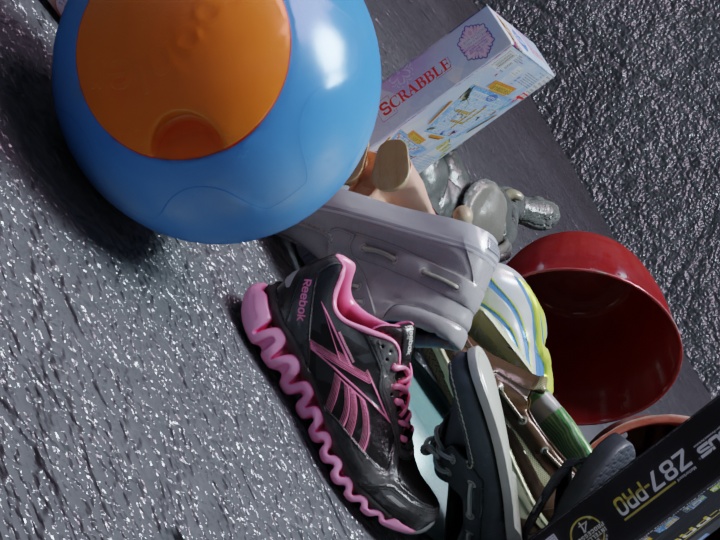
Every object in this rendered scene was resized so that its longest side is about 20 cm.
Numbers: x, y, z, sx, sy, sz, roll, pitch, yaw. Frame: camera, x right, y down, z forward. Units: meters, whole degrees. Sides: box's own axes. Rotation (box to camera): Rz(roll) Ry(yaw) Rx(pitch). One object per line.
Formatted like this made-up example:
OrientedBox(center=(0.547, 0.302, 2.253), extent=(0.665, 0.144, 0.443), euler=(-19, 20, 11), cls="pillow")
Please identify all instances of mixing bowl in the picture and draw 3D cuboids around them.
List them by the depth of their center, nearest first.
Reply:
OrientedBox(center=(0.199, 0.038, 1.607), extent=(0.200, 0.199, 0.109), euler=(48, 32, -29), cls="mixing bowl")

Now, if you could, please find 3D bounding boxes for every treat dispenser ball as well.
OrientedBox(center=(-0.086, -0.118, 1.045), extent=(0.201, 0.200, 0.201), euler=(51, 14, -18), cls="treat dispenser ball")

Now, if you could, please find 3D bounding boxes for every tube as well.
OrientedBox(center=(0.089, 0.050, 1.434), extent=(0.057, 0.052, 0.200), euler=(7, 4, -18), cls="tube")

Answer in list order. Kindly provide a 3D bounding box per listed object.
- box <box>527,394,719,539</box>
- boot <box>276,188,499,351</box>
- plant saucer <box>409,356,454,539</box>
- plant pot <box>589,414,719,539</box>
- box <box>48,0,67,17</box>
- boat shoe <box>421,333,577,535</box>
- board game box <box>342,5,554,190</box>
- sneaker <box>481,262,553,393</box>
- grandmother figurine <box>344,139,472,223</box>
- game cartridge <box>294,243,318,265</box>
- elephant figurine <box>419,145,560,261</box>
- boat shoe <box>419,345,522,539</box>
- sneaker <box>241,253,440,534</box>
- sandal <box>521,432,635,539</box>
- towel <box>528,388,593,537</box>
OrientedBox(center=(0.199, 0.166, 1.177), extent=(0.049, 0.200, 0.161), euler=(54, 10, 21), cls="box")
OrientedBox(center=(0.000, 0.000, 1.289), extent=(0.198, 0.096, 0.074), euler=(12, -18, 27), cls="boot")
OrientedBox(center=(0.042, 0.116, 1.301), extent=(0.201, 0.039, 0.201), euler=(51, 14, -18), cls="plant saucer")
OrientedBox(center=(0.274, 0.220, 1.586), extent=(0.202, 0.200, 0.195), euler=(56, 6, 0), cls="plant pot")
OrientedBox(center=(-0.154, -0.216, 1.267), extent=(0.100, 0.095, 0.200), euler=(52, 14, -19), cls="box")
OrientedBox(center=(0.111, 0.099, 1.337), extent=(0.203, 0.074, 0.075), euler=(61, 6, -1), cls="boat shoe")
OrientedBox(center=(0.057, -0.134, 1.452), extent=(0.041, 0.199, 0.200), euler=(57, 12, 10), cls="board game box")
OrientedBox(center=(0.134, 0.096, 1.508), extent=(0.105, 0.075, 0.201), euler=(-82, 156, -63), cls="sneaker")
OrientedBox(center=(0.036, -0.039, 1.390), extent=(0.121, 0.061, 0.200), euler=(20, -17, 31), cls="grandmother figurine")
OrientedBox(center=(-0.027, -0.045, 1.450), extent=(0.133, 0.041, 0.201), euler=(45, 17, -53), cls="game cartridge")
OrientedBox(center=(0.097, -0.050, 1.656), extent=(0.200, 0.155, 0.142), euler=(42, 2, -18), cls="elephant figurine")
OrientedBox(center=(0.073, 0.135, 1.173), extent=(0.073, 0.061, 0.201), euler=(-91, 171, -48), cls="boat shoe")
OrientedBox(center=(0.006, 0.078, 1.144), extent=(0.201, 0.095, 0.079), euler=(58, 12, 1), cls="sneaker")
OrientedBox(center=(0.141, 0.183, 1.254), extent=(0.043, 0.201, 0.076), euler=(43, 50, 19), cls="sandal")
OrientedBox(center=(0.167, 0.200, 1.397), extent=(0.201, 0.023, 0.153), euler=(60, -29, 14), cls="towel")
